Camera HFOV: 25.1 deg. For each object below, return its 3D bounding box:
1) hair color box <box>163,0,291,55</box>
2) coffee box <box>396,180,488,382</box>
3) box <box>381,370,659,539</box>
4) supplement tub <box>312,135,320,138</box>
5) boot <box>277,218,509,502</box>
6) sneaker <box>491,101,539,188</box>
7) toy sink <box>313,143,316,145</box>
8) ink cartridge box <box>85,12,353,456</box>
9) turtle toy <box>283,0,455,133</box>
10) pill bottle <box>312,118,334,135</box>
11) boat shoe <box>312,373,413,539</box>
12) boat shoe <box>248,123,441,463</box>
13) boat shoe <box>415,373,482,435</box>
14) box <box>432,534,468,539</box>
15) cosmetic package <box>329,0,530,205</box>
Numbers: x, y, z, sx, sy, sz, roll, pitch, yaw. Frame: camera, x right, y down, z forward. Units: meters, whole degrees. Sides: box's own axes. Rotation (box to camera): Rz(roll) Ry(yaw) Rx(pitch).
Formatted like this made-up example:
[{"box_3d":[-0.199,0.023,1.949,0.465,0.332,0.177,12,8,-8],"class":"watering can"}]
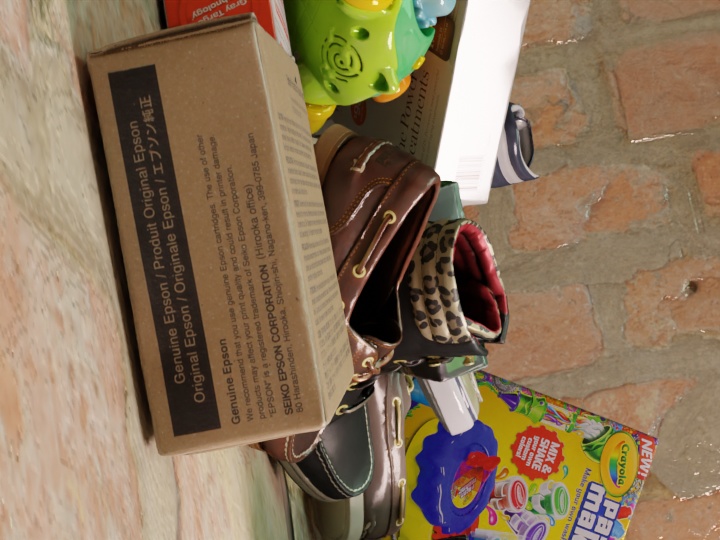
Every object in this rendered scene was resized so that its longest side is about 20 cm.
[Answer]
[{"box_3d":[-0.078,-0.167,0.909,0.102,0.061,0.202,68,11,-78],"class":"hair color box"},{"box_3d":[0.000,0.000,1.056,0.199,0.044,0.124,11,-65,56],"class":"coffee box"},{"box_3d":[0.104,0.189,1.257,0.122,0.191,0.202,51,59,-84],"class":"box"},{"box_3d":[-0.026,-0.179,1.346,0.200,0.121,0.124,-91,170,-75],"class":"supplement tub"},{"box_3d":[0.014,0.055,0.953,0.074,0.153,0.205,-48,130,-49],"class":"boot"},{"box_3d":[0.089,-0.083,1.346,0.200,0.108,0.071,83,-5,-77],"class":"sneaker"},{"box_3d":[-0.005,-0.007,1.281,0.200,0.111,0.131,-94,173,-63],"class":"toy sink"},{"box_3d":[-0.055,-0.016,0.723,0.200,0.074,0.166,-28,107,-86],"class":"ink cartridge box"},{"box_3d":[-0.008,-0.186,0.986,0.146,0.100,0.201,-56,-134,47],"class":"turtle toy"},{"box_3d":[-0.047,-0.204,1.140,0.111,0.110,0.201,-97,176,-47],"class":"pill bottle"},{"box_3d":[0.005,0.097,1.167,0.072,0.059,0.202,9,-81,57],"class":"boat shoe"},{"box_3d":[-0.011,0.024,0.865,0.070,0.070,0.201,-43,152,-56],"class":"boat shoe"},{"box_3d":[0.047,0.011,1.108,0.072,0.062,0.201,135,-65,-86],"class":"boat shoe"},{"box_3d":[0.032,0.269,1.057,0.200,0.114,0.133,-81,161,-82],"class":"box"},{"box_3d":[0.045,-0.164,1.052,0.151,0.051,0.202,47,-47,52],"class":"cosmetic package"}]
